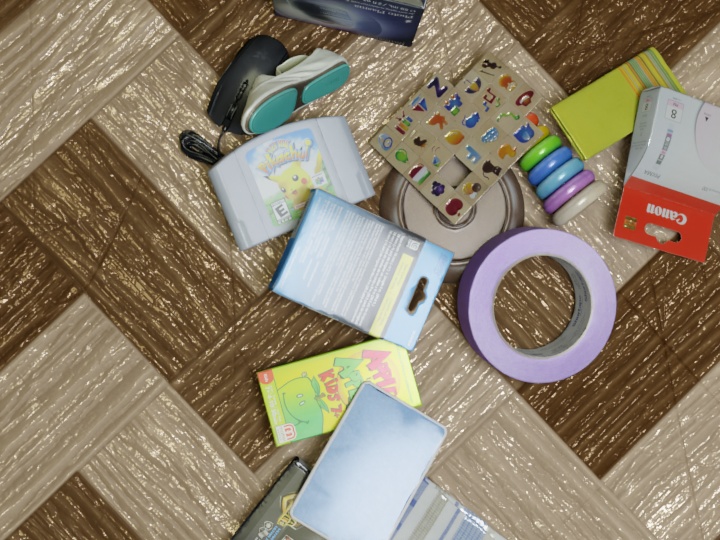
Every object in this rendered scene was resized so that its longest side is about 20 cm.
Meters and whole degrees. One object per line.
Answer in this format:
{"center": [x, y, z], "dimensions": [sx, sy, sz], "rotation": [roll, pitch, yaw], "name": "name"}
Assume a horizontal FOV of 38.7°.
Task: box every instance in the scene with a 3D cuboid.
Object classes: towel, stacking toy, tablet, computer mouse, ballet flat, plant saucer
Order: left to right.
{"center": [-0.140, -0.212, 1.372], "dimensions": [0.140, 0.046, 0.200], "rotation": [35, 87, 0], "name": "computer mouse"}
{"center": [-0.098, -0.238, 1.338], "dimensions": [0.200, 0.069, 0.070], "rotation": [-37, 89, -36], "name": "ballet flat"}
{"center": [0.012, 0.257, 1.310], "dimensions": [0.130, 0.014, 0.200], "rotation": [30, 78, 1], "name": "tablet"}
{"center": [0.099, 0.364, 1.337], "dimensions": [0.200, 0.024, 0.147], "rotation": [38, 58, 0], "name": "towel"}
{"center": [0.126, -0.083, 1.384], "dimensions": [0.199, 0.032, 0.201], "rotation": [0, 86, -2], "name": "plant saucer"}
{"center": [0.236, -0.159, 1.371], "dimensions": [0.085, 0.085, 0.200], "rotation": [-38, 84, -3], "name": "stacking toy"}
{"center": [0.347, -0.225, 1.375], "dimensions": [0.200, 0.018, 0.086], "rotation": [-32, 85, -22], "name": "towel"}

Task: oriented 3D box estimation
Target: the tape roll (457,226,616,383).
{"center": [0.231, 0.044, 1.350], "dimensions": [0.199, 0.066, 0.201], "rotation": [-1, 95, -7], "name": "tape roll"}

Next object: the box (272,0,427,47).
{"center": [-0.008, -0.383, 1.308], "dimensions": [0.199, 0.198, 0.124], "rotation": [13, 89, -1], "name": "box"}

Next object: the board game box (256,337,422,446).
{"center": [-0.028, 0.156, 1.359], "dimensions": [0.199, 0.048, 0.102], "rotation": [-15, 88, -3], "name": "board game box"}

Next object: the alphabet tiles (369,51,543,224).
{"center": [0.137, -0.188, 1.358], "dimensions": [0.200, 0.008, 0.167], "rotation": [-46, 73, 3], "name": "alphabet tiles"}

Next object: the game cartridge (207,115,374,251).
{"center": [-0.093, -0.124, 1.355], "dimensions": [0.199, 0.040, 0.134], "rotation": [-24, 96, -11], "name": "game cartridge"}

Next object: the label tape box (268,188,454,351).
{"center": [0.000, 0.000, 1.330], "dimensions": [0.199, 0.063, 0.145], "rotation": [25, 87, -11], "name": "label tape box"}

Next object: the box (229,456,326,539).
{"center": [-0.069, 0.384, 1.348], "dimensions": [0.198, 0.050, 0.200], "rotation": [39, 87, 1], "name": "box"}

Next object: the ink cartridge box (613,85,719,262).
{"center": [0.432, -0.126, 1.365], "dimensions": [0.162, 0.057, 0.201], "rotation": [14, 82, -21], "name": "ink cartridge box"}
